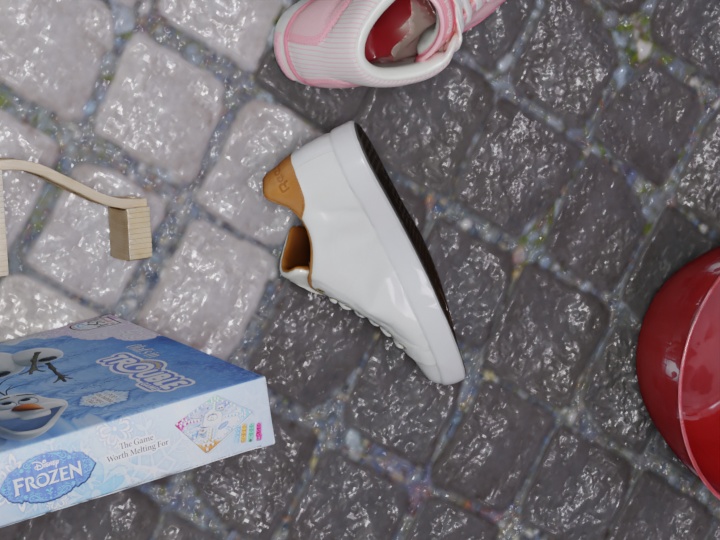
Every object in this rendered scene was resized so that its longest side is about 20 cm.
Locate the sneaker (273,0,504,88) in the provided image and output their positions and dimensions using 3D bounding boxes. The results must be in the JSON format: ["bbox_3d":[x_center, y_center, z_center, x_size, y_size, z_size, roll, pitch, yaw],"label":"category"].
[{"bbox_3d":[0.051,-0.167,1.326,0.200,0.105,0.076,-32,112,-24],"label":"sneaker"}]

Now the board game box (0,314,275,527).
[{"bbox_3d":[-0.180,0.081,1.175,0.199,0.200,0.044,-14,105,-29],"label":"board game box"}]

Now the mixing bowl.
[{"bbox_3d":[0.264,0.059,1.495,0.200,0.108,0.201,-7,103,-31],"label":"mixing bowl"}]

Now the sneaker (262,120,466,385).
[{"bbox_3d":[0.000,0.000,1.361,0.084,0.073,0.200,-24,121,8],"label":"sneaker"}]

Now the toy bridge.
[{"bbox_3d":[-0.214,-0.029,1.235,0.199,0.027,0.067,-7,100,-30],"label":"toy bridge"}]
